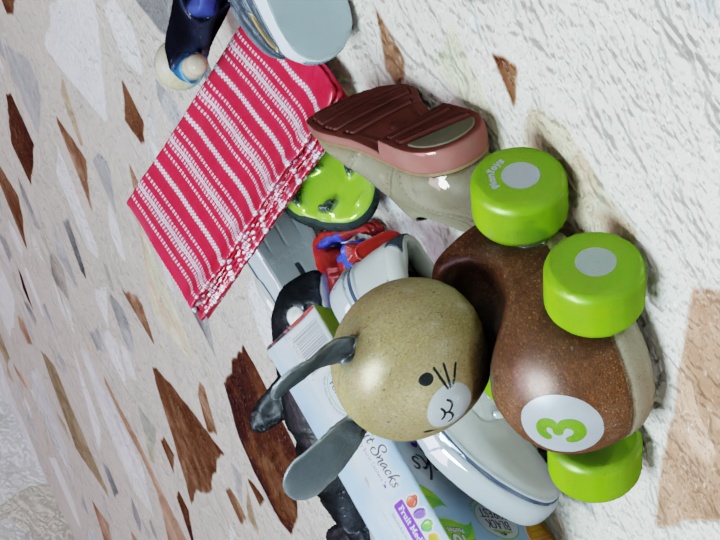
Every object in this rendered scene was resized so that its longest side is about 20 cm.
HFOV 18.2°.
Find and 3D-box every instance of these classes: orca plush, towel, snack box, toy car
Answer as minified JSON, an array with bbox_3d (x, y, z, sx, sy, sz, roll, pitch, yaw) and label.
[{"bbox_3d":[-0.043,0.104,1.584,0.105,0.071,0.201,-101,2,-66],"label":"orca plush"},{"bbox_3d":[-0.089,-0.084,1.577,0.200,0.022,0.145,-55,44,21],"label":"towel"},{"bbox_3d":[0.039,0.121,1.460,0.142,0.053,0.201,14,-141,-53],"label":"snack box"},{"bbox_3d":[0.045,0.057,1.233,0.158,0.199,0.165,53,158,42],"label":"toy car"}]

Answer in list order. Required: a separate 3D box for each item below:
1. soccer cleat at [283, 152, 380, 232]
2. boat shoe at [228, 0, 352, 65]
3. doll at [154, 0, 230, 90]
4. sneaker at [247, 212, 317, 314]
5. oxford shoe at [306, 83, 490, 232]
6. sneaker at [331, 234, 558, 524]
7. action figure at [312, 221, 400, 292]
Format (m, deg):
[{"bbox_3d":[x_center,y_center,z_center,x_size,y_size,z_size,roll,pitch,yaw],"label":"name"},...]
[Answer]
[{"bbox_3d":[-0.040,-0.067,1.601,0.081,0.068,0.200,32,175,-41],"label":"soccer cleat"},{"bbox_3d":[-0.073,-0.228,1.469,0.091,0.071,0.201,10,122,69],"label":"boat shoe"},{"bbox_3d":[-0.113,-0.201,1.603,0.200,0.048,0.137,108,169,-52],"label":"doll"},{"bbox_3d":[-0.069,-0.022,1.716,0.201,0.073,0.071,65,160,9],"label":"sneaker"},{"bbox_3d":[0.024,-0.065,1.381,0.200,0.070,0.075,34,148,64],"label":"oxford shoe"},{"bbox_3d":[0.062,0.066,1.401,0.200,0.073,0.071,50,121,9],"label":"sneaker"},{"bbox_3d":[0.000,0.000,1.571,0.200,0.051,0.066,-172,66,-77],"label":"action figure"}]
